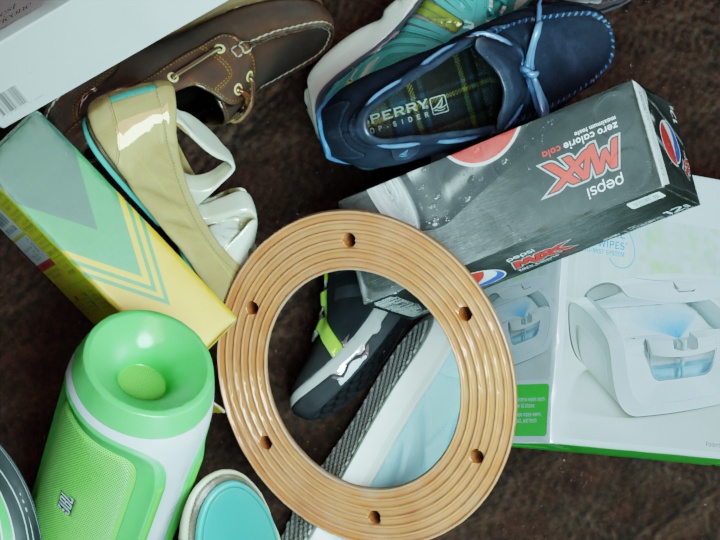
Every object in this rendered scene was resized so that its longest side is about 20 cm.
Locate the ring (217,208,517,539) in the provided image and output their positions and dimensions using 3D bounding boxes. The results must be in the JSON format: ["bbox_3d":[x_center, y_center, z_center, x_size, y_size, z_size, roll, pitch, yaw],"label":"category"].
[{"bbox_3d":[0.004,0.062,1.281,0.019,0.199,0.202,-24,93,-58],"label":"ring"}]

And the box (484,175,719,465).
[{"bbox_3d":[0.177,0.029,1.379,0.199,0.096,0.178,9,83,-30],"label":"box"}]

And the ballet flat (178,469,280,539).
[{"bbox_3d":[-0.075,0.190,1.304,0.069,0.069,0.201,-29,125,-15],"label":"ballet flat"}]

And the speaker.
[{"bbox_3d":[-0.140,0.113,1.255,0.088,0.201,0.089,10,48,-12],"label":"speaker"}]

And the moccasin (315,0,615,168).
[{"bbox_3d":[0.073,-0.102,1.294,0.199,0.068,0.081,-27,101,-20],"label":"moccasin"}]

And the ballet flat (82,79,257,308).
[{"bbox_3d":[-0.094,-0.037,1.297,0.063,0.200,0.069,-27,50,5],"label":"ballet flat"}]

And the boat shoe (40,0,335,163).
[{"bbox_3d":[-0.099,-0.114,1.335,0.199,0.071,0.071,-21,59,-22],"label":"boat shoe"}]

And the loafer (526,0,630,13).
[{"bbox_3d":[0.100,-0.201,1.413,0.198,0.063,0.073,3,86,-14],"label":"loafer"}]

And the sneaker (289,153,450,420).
[{"bbox_3d":[0.000,0.000,1.381,0.082,0.072,0.201,32,75,9],"label":"sneaker"}]

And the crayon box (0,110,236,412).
[{"bbox_3d":[-0.146,0.000,1.302,0.051,0.127,0.200,-45,99,-13],"label":"crayon box"}]

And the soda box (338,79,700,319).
[{"bbox_3d":[0.090,-0.039,1.277,0.199,0.063,0.071,-22,73,24],"label":"soda box"}]

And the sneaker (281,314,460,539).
[{"bbox_3d":[0.023,0.130,1.365,0.082,0.074,0.201,35,81,-10],"label":"sneaker"}]

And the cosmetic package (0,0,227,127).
[{"bbox_3d":[-0.130,-0.162,1.224,0.199,0.083,0.051,-27,119,19],"label":"cosmetic package"}]

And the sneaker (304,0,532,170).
[{"bbox_3d":[0.056,-0.139,1.363,0.200,0.080,0.077,-44,132,7],"label":"sneaker"}]

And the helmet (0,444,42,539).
[{"bbox_3d":[-0.269,0.167,1.226,0.190,0.200,0.201,28,80,-19],"label":"helmet"}]
